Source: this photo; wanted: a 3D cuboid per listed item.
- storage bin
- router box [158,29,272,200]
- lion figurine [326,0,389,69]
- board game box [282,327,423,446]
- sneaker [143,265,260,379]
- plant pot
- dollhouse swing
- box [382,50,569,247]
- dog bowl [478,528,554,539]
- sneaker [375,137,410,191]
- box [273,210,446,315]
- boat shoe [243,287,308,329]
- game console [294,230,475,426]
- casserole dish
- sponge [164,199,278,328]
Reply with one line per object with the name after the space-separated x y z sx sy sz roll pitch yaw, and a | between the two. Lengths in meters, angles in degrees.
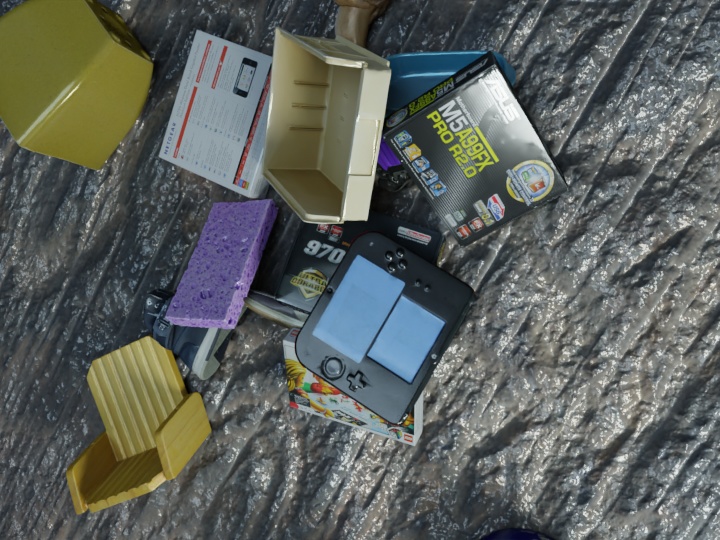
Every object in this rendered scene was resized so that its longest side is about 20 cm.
-0.048 -0.188 1.011 0.199 0.092 0.204 -133 47 -55 | storage bin
-0.193 -0.233 1.173 0.177 0.049 0.203 25 101 21 | router box
-0.014 -0.340 1.093 0.120 0.072 0.204 17 112 14 | lion figurine
-0.010 0.159 1.079 0.197 0.035 0.128 13 128 21 | board game box
-0.247 0.042 1.188 0.145 0.077 0.205 34 103 17 | sneaker
-0.441 -0.308 1.206 0.199 0.195 0.195 -40 77 12 | plant pot
-0.365 0.229 1.202 0.197 0.182 0.178 -22 103 22 | dollhouse swing
0.143 -0.143 0.971 0.158 0.045 0.201 -27 122 21 | box
0.203 0.442 1.006 0.196 0.079 0.205 1 91 23 | dog bowl
0.068 -0.154 1.060 0.197 0.069 0.101 17 105 24 | sneaker
0.000 0.000 1.063 0.197 0.046 0.162 19 81 14 | box
-0.076 0.058 1.123 0.197 0.072 0.066 20 81 19 | boat shoe
0.027 0.068 1.004 0.175 0.031 0.202 30 86 15 | game console
0.102 -0.234 1.018 0.196 0.039 0.123 1 49 12 | casserole dish
-0.198 -0.013 1.133 0.110 0.030 0.203 1 60 30 | sponge
